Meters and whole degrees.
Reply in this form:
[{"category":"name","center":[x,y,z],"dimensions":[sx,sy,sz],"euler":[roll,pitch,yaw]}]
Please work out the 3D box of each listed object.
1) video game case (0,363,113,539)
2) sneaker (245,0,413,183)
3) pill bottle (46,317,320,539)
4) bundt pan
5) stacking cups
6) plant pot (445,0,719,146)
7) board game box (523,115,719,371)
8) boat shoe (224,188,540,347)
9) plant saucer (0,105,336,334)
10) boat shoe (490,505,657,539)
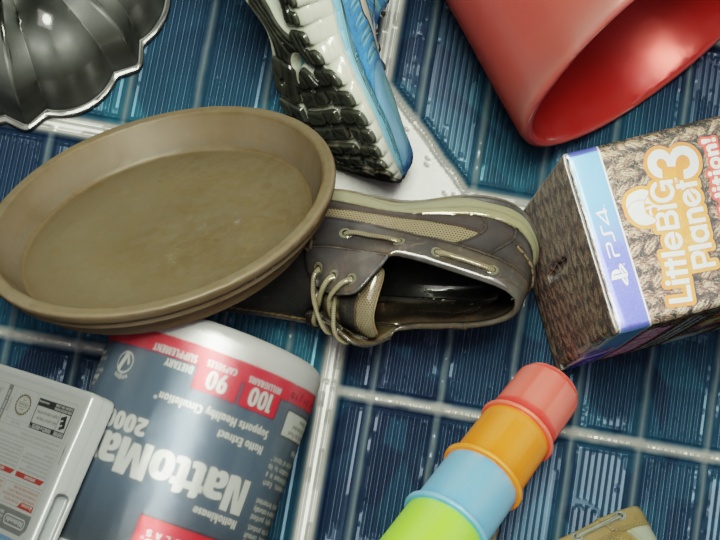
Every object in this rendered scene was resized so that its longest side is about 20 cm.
[{"category":"video game case","center":[-0.211,0.149,0.833],"dimensions":[0.018,0.143,0.200],"euler":[31,76,-38]},{"category":"sneaker","center":[-0.004,-0.139,0.887],"dimensions":[0.090,0.078,0.200],"euler":[-39,125,-27]},{"category":"pill bottle","center":[-0.107,0.129,0.844],"dimensions":[0.119,0.120,0.200],"euler":[19,80,-1]},{"category":"bundt pan","center":[-0.211,-0.187,0.914],"dimensions":[0.201,0.076,0.202],"euler":[1,81,-4]},{"category":"stacking cups","center":[0.060,0.127,0.852],"dimensions":[0.060,0.061,0.200],"euler":[41,57,4]},{"category":"plant pot","center":[0.121,-0.200,0.890],"dimensions":[0.200,0.200,0.177],"euler":[-35,76,-9]},{"category":"board game box","center":[0.204,-0.023,0.872],"dimensions":[0.200,0.159,0.097],"euler":[-14,80,-7]},{"category":"boat shoe","center":[0.000,0.000,0.874],"dimensions":[0.200,0.073,0.075],"euler":[-5,125,9]},{"category":"plant saucer","center":[-0.109,-0.027,0.859],"dimensions":[0.200,0.200,0.030],"euler":[-19,124,-7]},{"category":"boat shoe","center":[0.075,0.180,0.881],"dimensions":[0.200,0.072,0.076],"euler":[-11,67,-13]}]
